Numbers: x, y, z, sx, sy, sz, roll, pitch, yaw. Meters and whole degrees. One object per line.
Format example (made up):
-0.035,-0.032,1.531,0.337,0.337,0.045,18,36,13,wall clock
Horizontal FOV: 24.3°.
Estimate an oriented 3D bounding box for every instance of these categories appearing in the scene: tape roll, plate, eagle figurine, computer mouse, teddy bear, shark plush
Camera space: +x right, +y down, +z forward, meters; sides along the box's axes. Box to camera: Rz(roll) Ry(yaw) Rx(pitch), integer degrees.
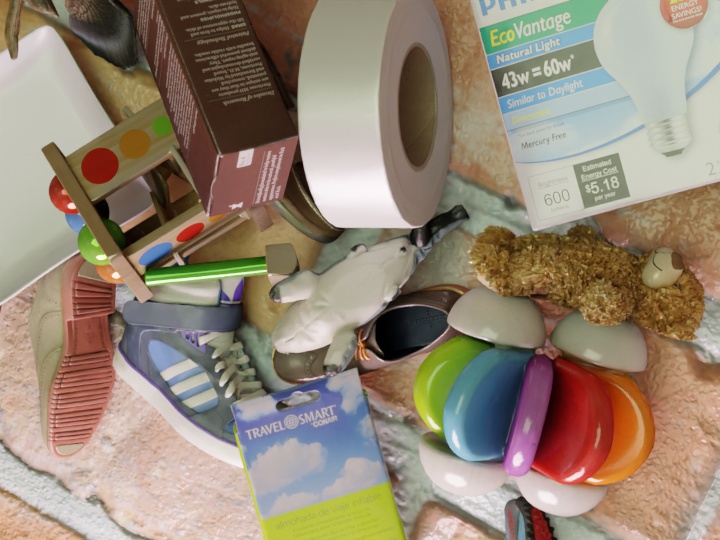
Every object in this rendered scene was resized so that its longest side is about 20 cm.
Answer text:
0.016,-0.135,1.375,0.071,0.202,0.203,1,95,20,tape roll
-0.317,-0.095,1.552,0.200,0.032,0.200,-33,86,1,plate
-0.253,-0.266,1.462,0.151,0.200,0.152,36,105,16,eagle figurine
-0.333,-0.031,1.589,0.059,0.034,0.200,23,92,3,computer mouse
0.184,-0.001,1.359,0.200,0.145,0.067,18,105,22,teddy bear
0.000,0.000,1.434,0.091,0.083,0.200,42,91,1,shark plush

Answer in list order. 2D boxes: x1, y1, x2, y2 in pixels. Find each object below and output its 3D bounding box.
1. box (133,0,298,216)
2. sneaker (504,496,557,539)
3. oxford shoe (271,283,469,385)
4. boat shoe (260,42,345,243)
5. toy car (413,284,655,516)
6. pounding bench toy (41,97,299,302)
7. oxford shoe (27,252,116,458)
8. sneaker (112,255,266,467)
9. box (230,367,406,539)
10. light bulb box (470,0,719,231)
-0.121,-0.157,1.361,0.075,0.100,0.200,-13,66,-18,box
0.117,0.292,1.444,0.095,0.079,0.201,5,97,22,sneaker
0.003,0.057,1.465,0.200,0.073,0.071,-20,89,21,oxford shoe
-0.068,-0.117,1.476,0.072,0.076,0.200,-35,85,17,boat shoe
0.144,0.116,1.362,0.200,0.150,0.175,13,101,-6,toy car
-0.163,-0.039,1.444,0.156,0.124,0.200,-32,72,-5,pounding bench toy
-0.279,0.076,1.583,0.074,0.071,0.200,13,96,39,oxford shoe
-0.125,0.072,1.509,0.200,0.081,0.147,35,110,19,sneaker
-0.034,0.193,1.468,0.122,0.048,0.200,-16,98,-7,box
0.216,-0.155,1.340,0.198,0.125,0.200,-16,91,21,light bulb box
